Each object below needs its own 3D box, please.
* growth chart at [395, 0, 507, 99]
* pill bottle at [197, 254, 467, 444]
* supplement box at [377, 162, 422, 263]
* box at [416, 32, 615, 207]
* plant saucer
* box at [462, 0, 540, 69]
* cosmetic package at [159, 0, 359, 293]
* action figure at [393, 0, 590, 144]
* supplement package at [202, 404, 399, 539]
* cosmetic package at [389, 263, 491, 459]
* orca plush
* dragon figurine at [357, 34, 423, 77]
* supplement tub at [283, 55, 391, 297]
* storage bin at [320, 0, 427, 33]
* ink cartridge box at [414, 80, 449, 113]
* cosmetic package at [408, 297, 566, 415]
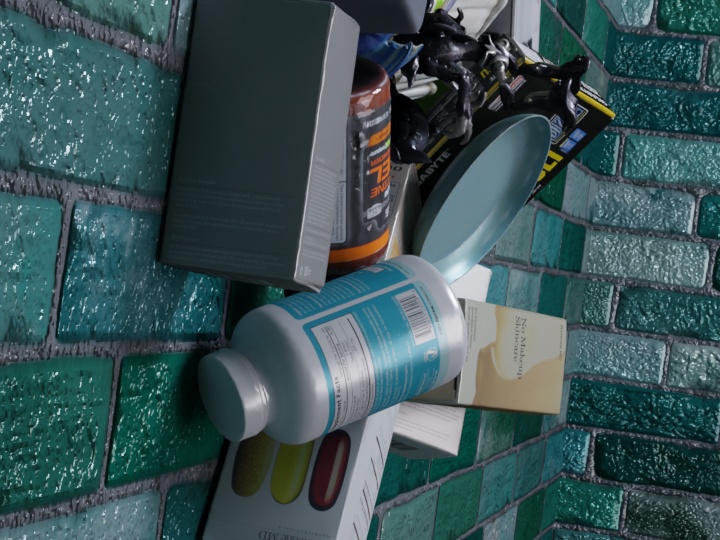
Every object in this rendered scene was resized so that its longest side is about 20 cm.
[{"bbox_3d":[0.082,-0.229,1.721,0.200,0.018,0.145,-51,158,26],"label":"growth chart"},{"bbox_3d":[-0.024,0.066,1.407,0.200,0.111,0.111,-20,125,-29],"label":"pill bottle"},{"bbox_3d":[0.000,0.000,1.677,0.126,0.073,0.200,78,23,-58],"label":"supplement box"},{"bbox_3d":[0.131,-0.125,1.795,0.160,0.200,0.049,23,29,-47],"label":"box"},{"bbox_3d":[0.110,-0.070,1.728,0.200,0.027,0.200,-44,158,-22],"label":"plant saucer"},{"bbox_3d":[0.142,-0.270,1.830,0.117,0.060,0.200,-49,142,-61],"label":"box"},{"bbox_3d":[-0.070,-0.092,1.294,0.090,0.107,0.200,27,73,-75],"label":"cosmetic package"},{"bbox_3d":[0.099,-0.174,1.630,0.102,0.200,0.119,108,-4,-47],"label":"action figure"},{"bbox_3d":[-0.045,0.162,1.506,0.110,0.114,0.200,76,25,-59],"label":"supplement package"},{"bbox_3d":[0.054,0.080,1.830,0.108,0.085,0.200,24,69,-33],"label":"cosmetic package"},{"bbox_3d":[0.015,-0.142,1.608,0.200,0.105,0.071,-74,158,-75],"label":"orca plush"},{"bbox_3d":[0.013,-0.187,1.508,0.099,0.200,0.059,57,17,-2],"label":"dragon figurine"},{"bbox_3d":[-0.028,-0.068,1.468,0.107,0.107,0.200,-58,152,-59],"label":"supplement tub"},{"bbox_3d":[-0.012,-0.275,1.372,0.146,0.134,0.200,56,42,-69],"label":"storage bin"},{"bbox_3d":[0.067,-0.139,1.871,0.200,0.076,0.148,-49,144,-68],"label":"ink cartridge box"},{"bbox_3d":[0.122,0.086,1.774,0.200,0.071,0.105,9,83,-54],"label":"cosmetic package"}]
